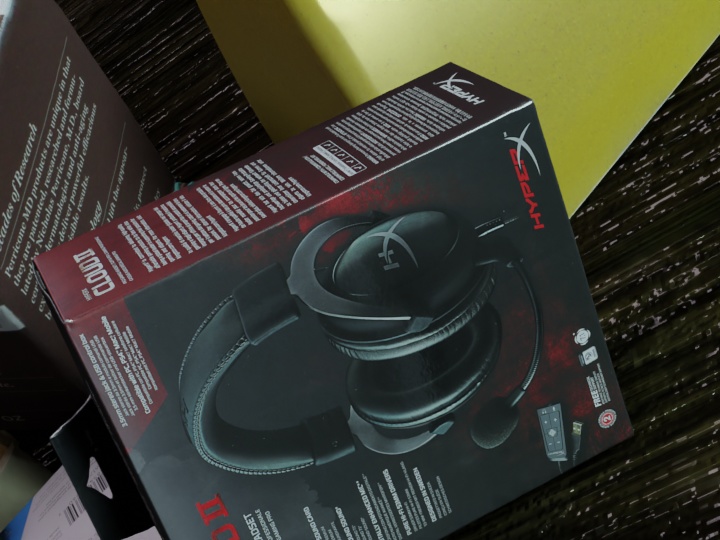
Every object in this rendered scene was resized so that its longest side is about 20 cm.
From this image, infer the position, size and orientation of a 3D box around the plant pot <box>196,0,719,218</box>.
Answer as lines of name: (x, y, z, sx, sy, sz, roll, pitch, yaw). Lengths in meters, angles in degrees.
plant pot: (0.031, -0.135, 0.739, 0.200, 0.176, 0.200, -51, 28, -7)

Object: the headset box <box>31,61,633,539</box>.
headset box: (-0.016, 0.034, 0.541, 0.200, 0.149, 0.077, -26, 25, -12)

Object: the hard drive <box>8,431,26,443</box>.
hard drive: (-0.263, 0.024, 0.918, 0.042, 0.200, 0.135, -8, 43, 28)

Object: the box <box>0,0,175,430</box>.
box: (-0.219, -0.030, 0.759, 0.166, 0.200, 0.165, -2, 60, 18)

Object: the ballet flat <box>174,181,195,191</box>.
ballet flat: (-0.094, 0.003, 0.841, 0.070, 0.067, 0.200, -40, 29, -4)

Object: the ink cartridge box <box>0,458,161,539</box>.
ink cartridge box: (-0.107, 0.162, 0.651, 0.116, 0.068, 0.200, -48, 27, -3)

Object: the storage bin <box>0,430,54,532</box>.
storage bin: (-0.296, 0.193, 0.842, 0.198, 0.094, 0.200, -21, 37, 39)
